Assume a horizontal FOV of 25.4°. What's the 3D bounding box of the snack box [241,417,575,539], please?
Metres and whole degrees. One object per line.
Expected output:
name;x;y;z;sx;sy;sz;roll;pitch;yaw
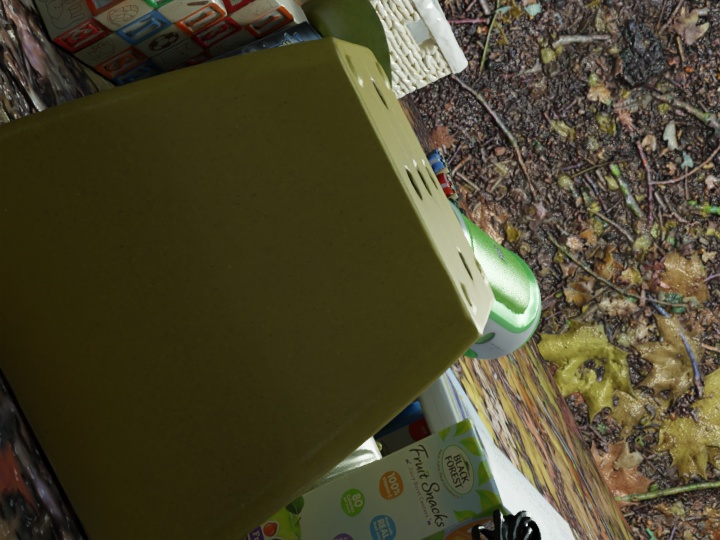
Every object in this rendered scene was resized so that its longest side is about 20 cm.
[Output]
snack box;0.030;0.154;0.822;0.200;0.141;0.053;47;18;-59

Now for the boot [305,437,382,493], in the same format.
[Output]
boot;-0.027;0.073;0.953;0.156;0.072;0.200;64;14;6

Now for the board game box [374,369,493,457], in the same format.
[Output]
board game box;0.058;0.138;1.287;0.197;0.056;0.200;59;10;-28

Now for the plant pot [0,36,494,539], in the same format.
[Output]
plant pot;-0.048;-0.002;0.710;0.201;0.175;0.200;63;10;-2

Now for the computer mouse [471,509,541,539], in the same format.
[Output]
computer mouse;0.051;0.211;0.741;0.201;0.043;0.110;110;-21;-43

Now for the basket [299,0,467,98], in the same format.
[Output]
basket;0.008;-0.339;1.994;0.198;0.160;0.201;51;16;-54

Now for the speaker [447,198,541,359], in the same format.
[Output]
speaker;0.062;0.005;1.098;0.200;0.088;0.089;31;33;-63

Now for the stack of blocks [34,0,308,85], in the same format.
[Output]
stack of blocks;-0.113;-0.166;0.995;0.059;0.115;0.200;65;10;14

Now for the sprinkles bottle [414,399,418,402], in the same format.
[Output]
sprinkles bottle;0.000;0.000;1.154;0.068;0.068;0.202;21;59;-76

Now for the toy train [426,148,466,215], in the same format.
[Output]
toy train;0.132;-0.128;2.508;0.046;0.034;0.201;41;22;-36

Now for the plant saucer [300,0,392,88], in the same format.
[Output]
plant saucer;-0.041;-0.100;1.114;0.031;0.200;0.201;8;44;-30

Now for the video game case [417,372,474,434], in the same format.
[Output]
video game case;0.087;0.165;1.091;0.182;0.022;0.201;59;9;-55

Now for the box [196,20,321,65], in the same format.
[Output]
box;-0.058;-0.077;0.948;0.110;0.035;0.200;48;37;5
